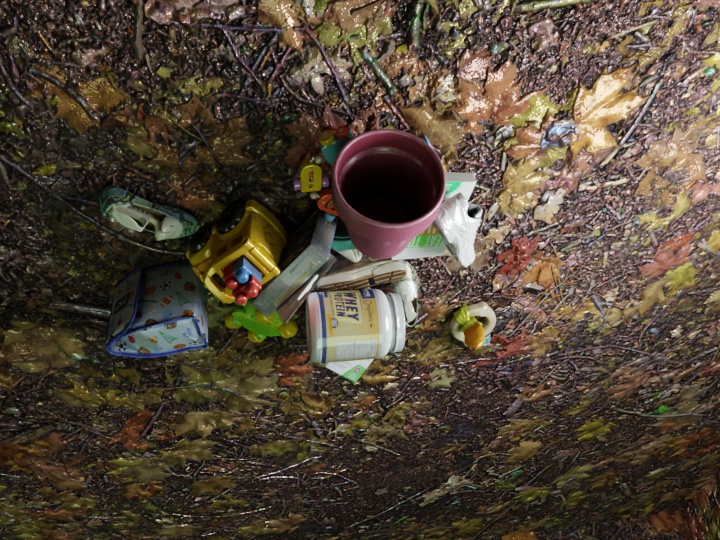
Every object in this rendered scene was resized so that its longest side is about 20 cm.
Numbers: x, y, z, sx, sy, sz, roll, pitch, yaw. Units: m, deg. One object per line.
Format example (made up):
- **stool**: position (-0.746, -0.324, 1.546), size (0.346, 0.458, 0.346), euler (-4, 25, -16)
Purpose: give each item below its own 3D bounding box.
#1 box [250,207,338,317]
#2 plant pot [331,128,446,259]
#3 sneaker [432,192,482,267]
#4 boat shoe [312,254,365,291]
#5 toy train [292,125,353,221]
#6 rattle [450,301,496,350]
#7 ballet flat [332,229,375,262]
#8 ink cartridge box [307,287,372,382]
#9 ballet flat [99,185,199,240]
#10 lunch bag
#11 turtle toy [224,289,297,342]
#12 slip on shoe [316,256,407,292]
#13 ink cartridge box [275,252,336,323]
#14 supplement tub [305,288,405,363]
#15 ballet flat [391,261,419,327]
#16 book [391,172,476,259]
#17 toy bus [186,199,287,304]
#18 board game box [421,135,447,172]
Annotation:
- **box**: position (-0.132, -0.022, 1.259), size (0.048, 0.160, 0.199), euler (37, 120, -19)
- **plant pot**: position (0.043, -0.120, 1.120), size (0.194, 0.205, 0.180), euler (-6, 155, -7)
- **sneaker**: position (0.210, -0.081, 1.246), size (0.099, 0.078, 0.200), euler (-37, 146, 3)
- **boat shoe**: position (-0.059, 0.023, 1.384), size (0.197, 0.087, 0.075), euler (-14, 139, 0)
- **toy train**: position (-0.048, -0.192, 1.179), size (0.147, 0.056, 0.201), euler (12, 131, -32)
- **rattle**: position (0.316, 0.189, 1.628), size (0.128, 0.143, 0.203), euler (-27, 134, -12)
- **ballet flat**: position (0.002, -0.052, 1.273), size (0.196, 0.067, 0.072), euler (-5, 104, 35)
- **ink cartridge box**: position (-0.007, 0.144, 1.462), size (0.201, 0.084, 0.146), euler (-51, 142, 0)
- **ballet flat**: position (-0.401, -0.093, 1.184), size (0.196, 0.075, 0.074), euler (19, 130, -31)
- **lunch bag**: position (-0.424, 0.082, 1.290), size (0.194, 0.173, 0.126), euler (-11, 136, -1)
- **turtle toy**: position (-0.230, 0.081, 1.390), size (0.143, 0.103, 0.199), euler (-11, 144, 37)
- **slip on shoe**: position (0.000, 0.000, 1.325), size (0.195, 0.062, 0.076), euler (-14, 155, 1)
- **ink cartridge box**: position (-0.107, 0.030, 1.259), size (0.047, 0.200, 0.161), euler (39, 88, -20)
- **supplement tub**: position (-0.013, 0.114, 1.306), size (0.194, 0.147, 0.146), euler (-3, 138, -10)
- **ballet flat**: position (0.114, 0.064, 1.481), size (0.066, 0.076, 0.202), euler (-12, 138, 1)
- **book**: position (0.140, -0.112, 1.264), size (0.130, 0.049, 0.203), euler (-3, 137, -20)
- **toy bus**: position (-0.247, -0.006, 1.216), size (0.197, 0.195, 0.136), euler (-29, 129, 21)
- **board game box**: position (0.114, -0.158, 1.267), size (0.151, 0.041, 0.200), euler (-27, 136, 15)
